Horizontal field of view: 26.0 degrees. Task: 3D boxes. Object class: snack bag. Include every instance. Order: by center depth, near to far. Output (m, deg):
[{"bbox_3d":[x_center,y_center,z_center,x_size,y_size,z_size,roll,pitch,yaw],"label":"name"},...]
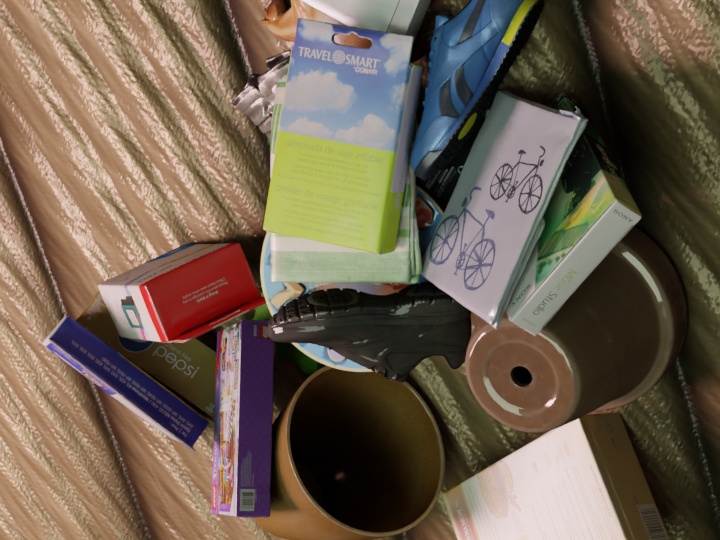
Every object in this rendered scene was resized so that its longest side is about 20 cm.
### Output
[{"bbox_3d":[0.125,-0.063,1.401,0.021,0.189,0.201,21,96,-21],"label":"snack bag"}]

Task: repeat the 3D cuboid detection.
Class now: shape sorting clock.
[{"bbox_3d":[0.000,0.000,1.522,0.199,0.039,0.201,0,93,5],"label":"shape sorting clock"}]

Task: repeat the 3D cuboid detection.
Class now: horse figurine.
[{"bbox_3d":[-0.008,-0.250,1.503,0.200,0.050,0.133,32,117,19],"label":"horse figurine"}]

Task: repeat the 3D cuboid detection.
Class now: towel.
[{"bbox_3d":[-0.015,-0.088,1.489,0.152,0.023,0.201,1,95,18],"label":"towel"}]

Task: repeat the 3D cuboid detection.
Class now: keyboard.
[{"bbox_3d":[0.092,-0.089,1.530,0.104,0.040,0.200,40,118,19],"label":"keyboard"}]

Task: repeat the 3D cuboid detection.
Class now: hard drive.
[{"bbox_3d":[-0.016,-0.306,1.457,0.200,0.027,0.132,31,111,22],"label":"hard drive"}]

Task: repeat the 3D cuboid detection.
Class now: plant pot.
[{"bbox_3d":[0.185,0.065,1.455,0.200,0.175,0.201,12,118,25],"label":"plant pot"},{"bbox_3d":[-0.040,0.219,1.673,0.187,0.186,0.200,52,141,1],"label":"plant pot"}]

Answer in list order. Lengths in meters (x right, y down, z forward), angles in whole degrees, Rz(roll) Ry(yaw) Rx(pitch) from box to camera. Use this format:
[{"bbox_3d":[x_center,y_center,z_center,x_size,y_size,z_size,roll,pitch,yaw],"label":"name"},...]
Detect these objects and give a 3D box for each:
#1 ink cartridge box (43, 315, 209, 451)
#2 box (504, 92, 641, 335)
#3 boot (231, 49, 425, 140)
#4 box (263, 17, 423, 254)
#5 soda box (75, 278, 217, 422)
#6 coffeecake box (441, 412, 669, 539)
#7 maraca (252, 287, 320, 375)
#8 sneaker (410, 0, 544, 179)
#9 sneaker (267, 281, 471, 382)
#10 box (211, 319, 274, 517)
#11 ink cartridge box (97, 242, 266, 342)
[{"bbox_3d":[-0.260,0.123,1.729,0.197,0.047,0.200,39,167,-8],"label":"ink cartridge box"},{"bbox_3d":[0.168,-0.054,1.387,0.036,0.200,0.144,28,115,-25],"label":"box"},{"bbox_3d":[-0.033,-0.163,1.531,0.200,0.068,0.131,-24,111,38],"label":"boot"},{"bbox_3d":[-0.014,-0.124,1.448,0.122,0.048,0.201,12,98,17],"label":"box"},{"bbox_3d":[-0.221,0.094,1.765,0.200,0.064,0.068,33,169,15],"label":"soda box"},{"bbox_3d":[0.194,0.254,1.562,0.200,0.073,0.154,-36,64,37],"label":"coffeecake box"},{"bbox_3d":[-0.046,0.037,1.624,0.137,0.107,0.200,54,136,1],"label":"maraca"},{"bbox_3d":[0.088,-0.182,1.438,0.078,0.066,0.201,31,100,11],"label":"sneaker"},{"bbox_3d":[0.011,0.063,1.479,0.199,0.076,0.091,-2,107,5],"label":"sneaker"},{"bbox_3d":[-0.124,0.157,1.638,0.137,0.039,0.201,157,116,-72],"label":"box"},{"bbox_3d":[-0.185,0.022,1.644,0.200,0.116,0.067,-1,113,62],"label":"ink cartridge box"}]
